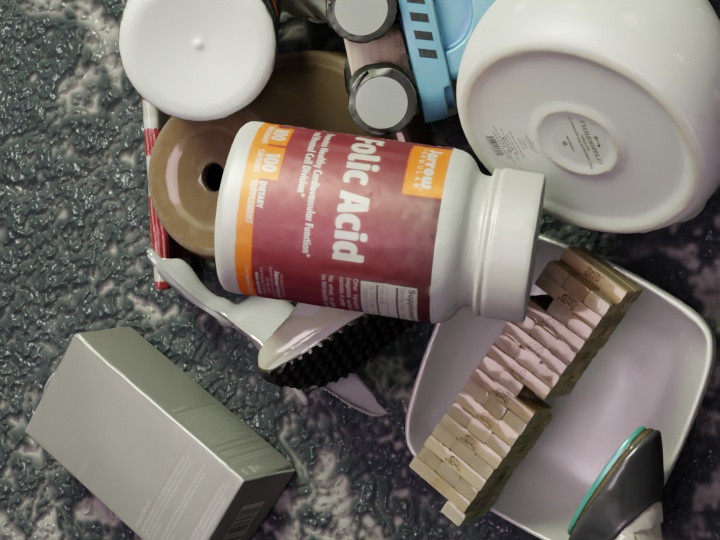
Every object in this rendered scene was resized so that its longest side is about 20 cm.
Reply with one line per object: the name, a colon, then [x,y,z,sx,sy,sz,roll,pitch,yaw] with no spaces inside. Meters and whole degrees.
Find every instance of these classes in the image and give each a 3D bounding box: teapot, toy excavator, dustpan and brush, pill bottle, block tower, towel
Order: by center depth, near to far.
pill bottle: [0.014,-0.028,1.032,0.199,0.114,0.115,8,97,7]
teapot: [0.168,-0.129,1.037,0.197,0.146,0.200,29,147,3]
toy excavator: [0.071,-0.206,1.087,0.199,0.100,0.195,-13,108,1]
block tower: [0.110,0.079,1.100,0.058,0.054,0.201,38,108,22]
pill bottle: [-0.109,-0.182,1.129,0.106,0.200,0.107,-1,112,-2]
dustpan and brush: [-0.076,0.043,1.183,0.057,0.139,0.200,-43,109,-9]
towel: [-0.153,-0.087,1.264,0.023,0.144,0.201,-3,92,-1]

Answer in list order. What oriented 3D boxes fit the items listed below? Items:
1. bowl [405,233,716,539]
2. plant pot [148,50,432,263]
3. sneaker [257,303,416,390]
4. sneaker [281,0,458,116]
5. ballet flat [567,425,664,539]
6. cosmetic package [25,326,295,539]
bowl: [0.149,0.082,1.150,0.199,0.075,0.201,27,106,23]
plant pot: [-0.066,-0.072,1.198,0.199,0.174,0.202,1,92,28]
sneaker: [0.000,0.000,1.127,0.199,0.070,0.094,-37,62,-3]
sneaker: [0.001,-0.198,1.204,0.074,0.116,0.200,-45,104,-8]
ballet flat: [0.161,0.195,1.072,0.073,0.073,0.200,41,116,19]
cosmetic package: [-0.168,0.145,1.313,0.200,0.090,0.107,41,110,23]
